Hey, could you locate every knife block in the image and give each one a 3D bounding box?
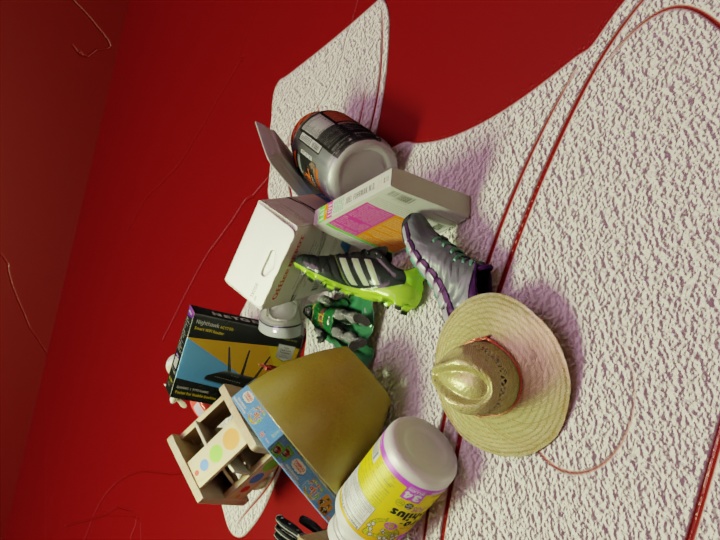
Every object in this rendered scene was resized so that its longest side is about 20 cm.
[{"bbox_3d":[-0.048,0.398,1.259,0.200,0.063,0.177,-48,55,40],"label":"knife block"}]

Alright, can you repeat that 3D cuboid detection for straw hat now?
[{"bbox_3d":[0.132,0.123,1.022,0.199,0.084,0.205,3,95,46],"label":"straw hat"}]

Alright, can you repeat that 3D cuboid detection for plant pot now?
[{"bbox_3d":[-0.040,0.191,1.259,0.142,0.201,0.200,-40,33,-7],"label":"plant pot"}]

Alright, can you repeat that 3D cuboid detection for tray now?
[{"bbox_3d":[-0.105,-0.157,1.490,0.022,0.200,0.108,-30,46,10],"label":"tray"}]

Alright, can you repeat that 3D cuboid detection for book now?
[{"bbox_3d":[0.039,-0.078,1.252,0.199,0.132,0.049,-21,57,54],"label":"book"}]

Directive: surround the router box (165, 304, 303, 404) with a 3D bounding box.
[{"bbox_3d":[-0.212,0.153,1.518,0.051,0.198,0.151,35,109,62],"label":"router box"}]

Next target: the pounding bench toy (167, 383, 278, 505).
[{"bbox_3d":[-0.180,0.286,1.479,0.156,0.199,0.125,-43,59,12],"label":"pounding bench toy"}]

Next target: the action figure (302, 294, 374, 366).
[{"bbox_3d":[-0.041,0.079,1.411,0.199,0.054,0.120,13,94,63],"label":"action figure"}]

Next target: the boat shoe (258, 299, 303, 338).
[{"bbox_3d":[-0.131,0.048,1.505,0.202,0.073,0.088,-109,23,-75],"label":"boat shoe"}]

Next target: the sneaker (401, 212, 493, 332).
[{"bbox_3d":[0.126,-0.006,1.147,0.087,0.074,0.202,-42,61,29],"label":"sneaker"}]

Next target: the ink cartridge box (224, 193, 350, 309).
[{"bbox_3d":[-0.100,-0.035,1.393,0.084,0.199,0.146,34,112,21],"label":"ink cartridge box"}]

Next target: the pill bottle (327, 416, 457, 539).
[{"bbox_3d":[0.034,0.288,1.160,0.201,0.103,0.105,-57,37,32],"label":"pill bottle"}]

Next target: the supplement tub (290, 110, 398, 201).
[{"bbox_3d":[-0.033,-0.178,1.417,0.200,0.121,0.124,44,117,56],"label":"supplement tub"}]

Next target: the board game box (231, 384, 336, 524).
[{"bbox_3d":[-0.100,0.274,1.314,0.036,0.201,0.151,-38,32,-10],"label":"board game box"}]

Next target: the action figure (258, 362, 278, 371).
[{"bbox_3d":[-0.095,0.179,1.422,0.199,0.098,0.066,-22,59,57],"label":"action figure"}]

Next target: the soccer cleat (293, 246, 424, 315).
[{"bbox_3d":[0.000,0.000,1.288,0.197,0.068,0.082,17,79,19],"label":"soccer cleat"}]

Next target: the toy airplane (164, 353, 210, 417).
[{"bbox_3d":[-0.303,0.175,1.718,0.198,0.139,0.203,17,95,60],"label":"toy airplane"}]
